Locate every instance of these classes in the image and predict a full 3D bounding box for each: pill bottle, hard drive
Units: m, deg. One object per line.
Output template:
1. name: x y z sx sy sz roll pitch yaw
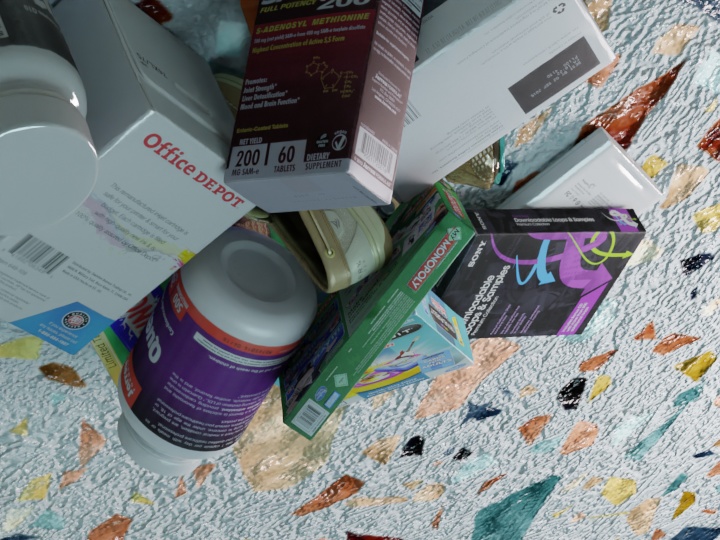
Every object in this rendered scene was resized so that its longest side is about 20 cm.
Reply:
1. pill bottle: -0.240 -0.126 1.161 0.113 0.201 0.114 -18 144 -13
2. hard drive: 0.175 -0.040 1.695 0.199 0.026 0.132 -38 144 14
3. pill bottle: -0.121 0.069 1.428 0.112 0.113 0.201 3 135 -36

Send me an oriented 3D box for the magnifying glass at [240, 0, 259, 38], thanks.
1. magnifying glass: -0.056 -0.132 1.398 0.022 0.080 0.201 -13 134 8

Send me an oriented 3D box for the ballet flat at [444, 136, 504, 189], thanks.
1. ballet flat: 0.086 -0.101 1.490 0.065 0.071 0.200 -1 179 5

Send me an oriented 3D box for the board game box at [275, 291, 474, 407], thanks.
1. board game box: 0.001 0.063 1.566 0.150 0.047 0.200 -19 161 12

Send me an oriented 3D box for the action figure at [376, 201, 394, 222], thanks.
1. action figure: 0.000 0.000 1.588 0.118 0.054 0.200 -52 169 -26

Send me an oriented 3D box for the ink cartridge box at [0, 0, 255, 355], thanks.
1. ink cartridge box: -0.198 -0.073 1.302 0.199 0.147 0.146 -37 143 14

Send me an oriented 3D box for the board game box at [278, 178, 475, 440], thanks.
1. board game box: 0.008 0.023 1.390 0.029 0.135 0.201 36 101 -13

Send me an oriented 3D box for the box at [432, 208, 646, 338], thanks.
1. box: 0.152 0.005 1.682 0.198 0.036 0.144 -1 136 -31

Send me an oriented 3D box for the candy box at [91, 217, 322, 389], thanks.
1. candy box: -0.142 -0.011 1.477 0.198 0.077 0.170 -24 146 -3

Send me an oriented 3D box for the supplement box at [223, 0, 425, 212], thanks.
1. supplement box: -0.021 -0.146 1.264 0.108 0.202 0.061 -3 158 34

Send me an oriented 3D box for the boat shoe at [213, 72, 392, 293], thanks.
1. boat shoe: -0.062 -0.066 1.354 0.066 0.200 0.074 -36 160 -27

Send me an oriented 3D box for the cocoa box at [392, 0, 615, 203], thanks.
1. cocoa box: 0.062 -0.176 1.358 0.199 0.132 0.133 -34 146 9
